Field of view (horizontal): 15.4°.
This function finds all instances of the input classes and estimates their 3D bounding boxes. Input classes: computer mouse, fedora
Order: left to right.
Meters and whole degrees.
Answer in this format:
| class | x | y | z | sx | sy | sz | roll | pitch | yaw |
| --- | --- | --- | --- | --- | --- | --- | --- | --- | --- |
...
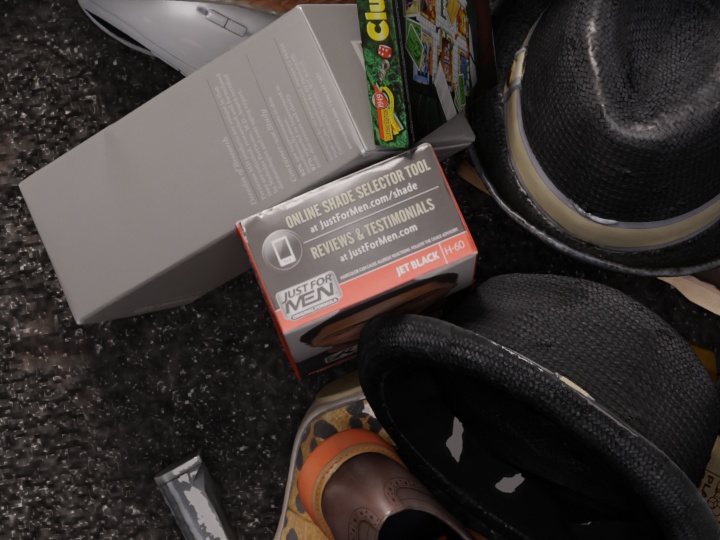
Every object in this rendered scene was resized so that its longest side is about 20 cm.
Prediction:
| class | x | y | z | sx | sy | sz | roll | pitch | yaw |
| --- | --- | --- | --- | --- | --- | --- | --- | --- | --- |
| computer mouse | -0.059 | -0.121 | 1.385 | 0.199 | 0.044 | 0.110 | 25 | 95 | -3 |
| fedora | 0.099 | 0.064 | 1.275 | 0.200 | 0.201 | 0.092 | 40 | 65 | -4 |
| fedora | 0.146 | -0.100 | 1.314 | 0.199 | 0.092 | 0.201 | 4 | 62 | -8 |

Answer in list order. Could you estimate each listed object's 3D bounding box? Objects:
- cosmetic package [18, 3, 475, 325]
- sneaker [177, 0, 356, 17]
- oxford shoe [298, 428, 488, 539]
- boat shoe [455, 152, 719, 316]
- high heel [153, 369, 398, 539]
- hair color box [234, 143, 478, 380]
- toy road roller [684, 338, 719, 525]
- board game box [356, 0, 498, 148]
| class | x | y | z | sx | sy | sz | roll | pitch | yaw |
| --- | --- | --- | --- | --- | --- | --- | --- | --- | --- |
| cosmetic package | -0.059 | -0.053 | 1.315 | 0.200 | 0.107 | 0.090 | -32 | 79 | 32 |
| sneaker | -0.059 | -0.177 | 1.337 | 0.199 | 0.071 | 0.080 | 7 | 73 | -7 |
| oxford shoe | 0.040 | 0.163 | 1.359 | 0.071 | 0.073 | 0.200 | -45 | 130 | -2 |
| boat shoe | 0.150 | -0.034 | 1.383 | 0.199 | 0.070 | 0.071 | 24 | 101 | -11 |
| high heel | 0.007 | 0.130 | 1.395 | 0.199 | 0.071 | 0.143 | -26 | 95 | 11 |
| hair color box | 0.000 | 0.000 | 1.312 | 0.101 | 0.200 | 0.061 | -23 | 81 | -1 |
| toy road roller | 0.166 | 0.101 | 1.385 | 0.200 | 0.146 | 0.123 | 26 | 96 | 35 |
| board game box | 0.025 | -0.168 | 1.226 | 0.023 | 0.105 | 0.201 | 4 | 111 | 30 |
